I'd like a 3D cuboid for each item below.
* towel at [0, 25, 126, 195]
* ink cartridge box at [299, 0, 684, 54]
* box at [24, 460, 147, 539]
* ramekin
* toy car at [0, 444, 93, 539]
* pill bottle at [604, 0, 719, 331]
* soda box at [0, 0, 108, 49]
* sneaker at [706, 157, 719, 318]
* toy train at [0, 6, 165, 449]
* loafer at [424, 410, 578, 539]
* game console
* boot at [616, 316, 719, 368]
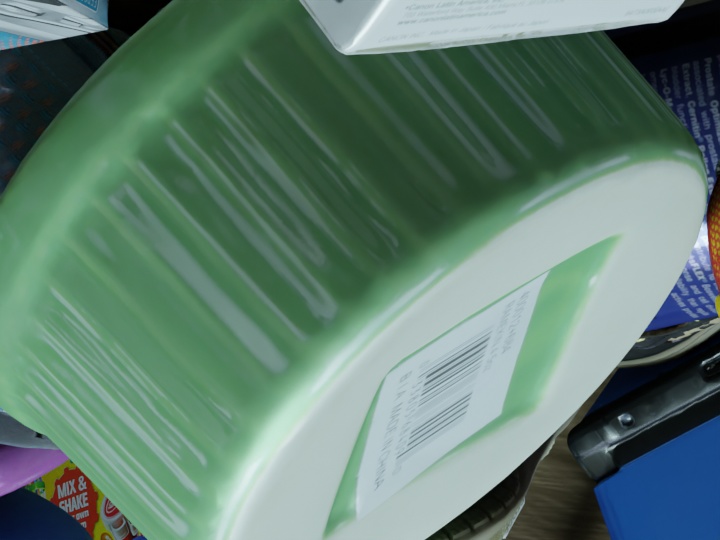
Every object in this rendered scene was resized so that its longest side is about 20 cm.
[{"bbox_3d":[-0.161,-0.025,0.738,0.200,0.022,0.147,-31,134,15],"label":"towel"},{"bbox_3d":[0.068,-0.130,0.529,0.109,0.050,0.200,-11,146,-46],"label":"ink cartridge box"},{"bbox_3d":[-0.048,0.109,1.230,0.122,0.193,0.200,3,162,-39],"label":"box"},{"bbox_3d":[0.000,0.000,0.734,0.200,0.098,0.200,-35,158,-17],"label":"ramekin"},{"bbox_3d":[-0.175,0.068,1.014,0.150,0.200,0.175,-27,-168,7],"label":"toy car"},{"bbox_3d":[0.124,-0.044,0.870,0.200,0.112,0.112,-13,166,22],"label":"pill bottle"},{"bbox_3d":[-0.156,-0.075,0.600,0.200,0.064,0.068,-7,165,26],"label":"soda box"},{"bbox_3d":[0.195,-0.001,0.733,0.200,0.077,0.073,0,167,16],"label":"sneaker"},{"bbox_3d":[-0.090,-0.011,0.877,0.087,0.114,0.200,-5,166,-13],"label":"toy train"},{"bbox_3d":[0.018,0.073,0.877,0.200,0.076,0.068,-30,148,-59],"label":"loafer"},{"bbox_3d":[0.201,0.063,1.139,0.200,0.118,0.171,-31,-173,32],"label":"game console"},{"bbox_3d":[0.093,-0.009,1.082,0.151,0.073,0.200,6,167,-34],"label":"boot"}]
